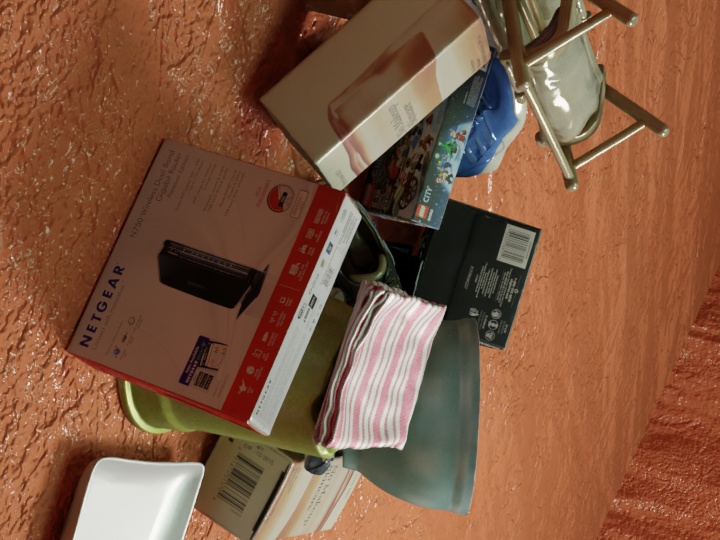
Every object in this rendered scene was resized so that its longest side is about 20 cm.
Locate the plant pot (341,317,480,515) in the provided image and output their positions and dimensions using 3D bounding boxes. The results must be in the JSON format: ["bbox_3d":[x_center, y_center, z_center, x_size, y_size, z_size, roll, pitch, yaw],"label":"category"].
[{"bbox_3d":[0.048,0.146,1.468,0.200,0.133,0.203,-177,-90,-89],"label":"plant pot"}]

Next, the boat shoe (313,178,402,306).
[{"bbox_3d":[0.001,-0.001,1.480,0.071,0.066,0.202,-33,115,-14],"label":"boat shoe"}]

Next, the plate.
[{"bbox_3d":[-0.226,0.263,1.288,0.199,0.032,0.202,22,86,-66],"label":"plate"}]

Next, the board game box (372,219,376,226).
[{"bbox_3d":[-0.040,0.036,1.558,0.120,0.032,0.202,5,102,-62],"label":"board game box"}]

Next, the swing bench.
[{"bbox_3d":[0.199,-0.228,1.446,0.129,0.201,0.199,-30,144,5],"label":"swing bench"}]

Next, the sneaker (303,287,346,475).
[{"bbox_3d":[-0.061,0.110,1.432,0.078,0.085,0.202,110,-19,-58],"label":"sneaker"}]

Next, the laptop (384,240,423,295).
[{"bbox_3d":[0.040,0.063,1.656,0.102,0.200,0.179,12,95,-27],"label":"laptop"}]

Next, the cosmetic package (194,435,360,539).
[{"bbox_3d":[-0.081,0.217,1.494,0.104,0.087,0.200,-63,158,7],"label":"cosmetic package"}]

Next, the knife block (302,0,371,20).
[{"bbox_3d":[-0.003,-0.334,1.334,0.177,0.063,0.200,-66,156,-17],"label":"knife block"}]

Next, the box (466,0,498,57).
[{"bbox_3d":[0.115,-0.309,1.551,0.061,0.116,0.200,-67,157,-12],"label":"box"}]

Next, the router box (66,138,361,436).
[{"bbox_3d":[-0.119,0.011,1.167,0.202,0.178,0.049,-68,157,-13],"label":"router box"}]

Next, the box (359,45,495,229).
[{"bbox_3d":[0.069,-0.151,1.546,0.037,0.136,0.202,18,89,-26],"label":"box"}]

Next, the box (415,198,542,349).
[{"bbox_3d":[0.125,0.006,1.703,0.200,0.123,0.150,142,-34,-87],"label":"box"}]

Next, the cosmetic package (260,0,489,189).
[{"bbox_3d":[0.017,-0.179,1.326,0.200,0.087,0.103,-41,163,0],"label":"cosmetic package"}]

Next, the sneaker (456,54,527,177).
[{"bbox_3d":[0.118,-0.167,1.641,0.110,0.077,0.200,-16,157,-17],"label":"sneaker"}]

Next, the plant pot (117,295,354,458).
[{"bbox_3d":[-0.085,0.079,1.284,0.200,0.183,0.202,-48,147,-45],"label":"plant pot"}]

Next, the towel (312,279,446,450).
[{"bbox_3d":[0.025,0.090,1.269,0.200,0.030,0.148,18,90,-67],"label":"towel"}]
